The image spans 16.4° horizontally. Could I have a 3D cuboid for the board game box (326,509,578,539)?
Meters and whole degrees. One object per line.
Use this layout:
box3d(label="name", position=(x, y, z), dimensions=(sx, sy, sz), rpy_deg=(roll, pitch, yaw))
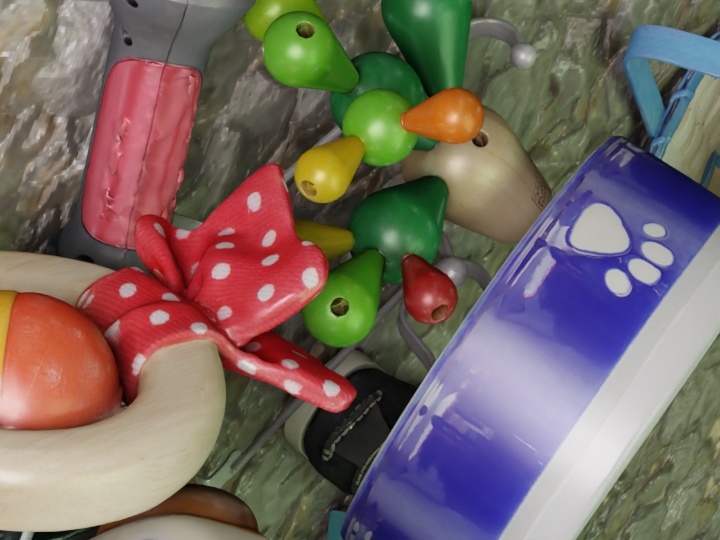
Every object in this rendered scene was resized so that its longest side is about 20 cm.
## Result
box3d(label="board game box", position=(0.037, 0.224, 1.216), dimensions=(0.151, 0.047, 0.201), rpy_deg=(12, 85, -46))

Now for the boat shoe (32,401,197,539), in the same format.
box3d(label="boat shoe", position=(-0.146, 0.095, 0.874), dimensions=(0.199, 0.068, 0.075), rpy_deg=(-20, 144, -27))

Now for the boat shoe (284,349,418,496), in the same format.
box3d(label="boat shoe", position=(0.036, 0.092, 1.173), dimensions=(0.072, 0.068, 0.200), rpy_deg=(-58, 152, 3))

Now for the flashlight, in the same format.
box3d(label="flashlight", position=(-0.073, -0.052, 0.873), dimensions=(0.068, 0.068, 0.201), rpy_deg=(-19, 133, -47))

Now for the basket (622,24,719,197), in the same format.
box3d(label="basket", position=(0.214, -0.051, 1.202), dimensions=(0.200, 0.176, 0.140), rpy_deg=(57, 54, -72))

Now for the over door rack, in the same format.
box3d(label="over door rack", position=(0.000, 0.000, 1.031), dimensions=(0.200, 0.066, 0.148), rpy_deg=(-32, 141, -36))

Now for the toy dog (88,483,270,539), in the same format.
box3d(label="toy dog", position=(-0.085, 0.163, 0.778), dimensions=(0.193, 0.140, 0.200), rpy_deg=(15, 125, -34))

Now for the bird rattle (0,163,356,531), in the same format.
box3d(label="bird rattle", position=(-0.100, 0.032, 0.791), dimensions=(0.163, 0.199, 0.113), rpy_deg=(-85, -167, -58))

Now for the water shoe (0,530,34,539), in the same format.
box3d(label="water shoe", position=(-0.187, 0.106, 0.786), dimensions=(0.199, 0.072, 0.079), rpy_deg=(-24, -175, -16))

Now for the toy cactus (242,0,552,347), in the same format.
box3d(label="toy cactus", position=(0.026, -0.060, 0.916), dimensions=(0.165, 0.102, 0.201), rpy_deg=(34, 46, -50))

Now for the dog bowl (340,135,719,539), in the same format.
box3d(label="dog bowl", position=(0.079, 0.048, 0.997), dimensions=(0.200, 0.079, 0.200), rpy_deg=(-53, 172, -11))
